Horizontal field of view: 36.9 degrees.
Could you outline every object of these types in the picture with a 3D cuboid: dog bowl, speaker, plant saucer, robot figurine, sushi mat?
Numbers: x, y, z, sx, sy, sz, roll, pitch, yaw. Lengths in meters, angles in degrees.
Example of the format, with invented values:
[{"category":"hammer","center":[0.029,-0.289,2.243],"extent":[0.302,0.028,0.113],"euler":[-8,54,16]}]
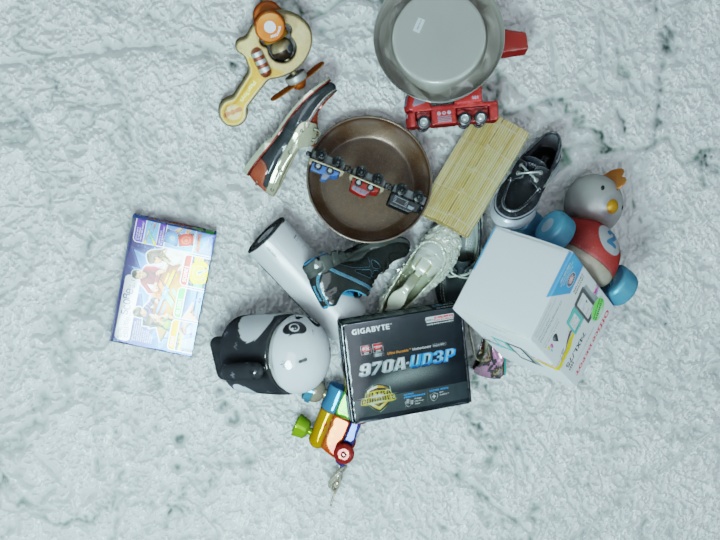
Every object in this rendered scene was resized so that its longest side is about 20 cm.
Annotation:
[{"category":"dog bowl","center":[0.119,-0.347,1.636],"extent":[0.197,0.059,0.203],"euler":[-1,83,6]},{"category":"speaker","center":[-0.082,0.015,1.702],"extent":[0.081,0.081,0.200],"euler":[-43,105,3]},{"category":"plant saucer","center":[0.012,-0.139,1.682],"extent":[0.197,0.037,0.204],"euler":[1,80,-6]},{"category":"robot figurine","center":[-0.140,0.127,1.671],"extent":[0.125,0.198,0.152],"euler":[48,52,-42]},{"category":"sushi mat","center":[0.177,-0.154,1.692],"extent":[0.095,0.012,0.201],"euler":[28,80,19]}]

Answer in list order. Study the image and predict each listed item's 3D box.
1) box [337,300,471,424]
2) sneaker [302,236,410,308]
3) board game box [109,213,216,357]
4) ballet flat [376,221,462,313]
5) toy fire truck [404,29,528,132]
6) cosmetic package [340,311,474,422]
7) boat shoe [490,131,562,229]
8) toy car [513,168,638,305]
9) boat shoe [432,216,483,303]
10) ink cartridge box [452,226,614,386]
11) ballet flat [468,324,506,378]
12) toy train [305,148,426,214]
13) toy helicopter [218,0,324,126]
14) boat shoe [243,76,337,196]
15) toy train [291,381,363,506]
[{"category":"box","center":[0.069,0.143,1.688],"extent":[0.197,0.046,0.162],"euler":[-8,101,-11]},{"category":"sneaker","center":[0.000,0.000,1.683],"extent":[0.198,0.073,0.083],"euler":[-19,88,-33]},{"category":"board game box","center":[-0.310,0.024,1.697],"extent":[0.133,0.034,0.203],"euler":[12,100,-9]},{"category":"ballet flat","center":[0.091,0.011,1.705],"extent":[0.071,0.072,0.201],"euler":[31,112,-12]},{"category":"toy fire truck","center":[0.163,-0.295,1.682],"extent":[0.197,0.049,0.143],"euler":[-4,90,2]},{"category":"cosmetic package","center":[0.075,0.157,1.757],"extent":[0.198,0.074,0.103],"euler":[24,98,-10]},{"category":"boat shoe","center":[0.261,-0.144,1.666],"extent":[0.071,0.200,0.068],"euler":[27,141,19]},{"category":"toy car","center":[0.367,-0.083,1.707],"extent":[0.184,0.176,0.201],"euler":[36,83,-23]},{"category":"boat shoe","center":[0.157,-0.021,1.737],"extent":[0.074,0.060,0.203],"euler":[-1,102,-7]},{"category":"ink cartridge box","center":[0.267,0.057,1.644],"extent":[0.200,0.145,0.148],"euler":[40,75,-50]},{"category":"ballet flat","center":[0.212,0.081,1.765],"extent":[0.070,0.069,0.203],"euler":[4,105,-5]},{"category":"toy train","center":[0.005,-0.133,1.646],"extent":[0.198,0.034,0.046],"euler":[23,90,-4]},{"category":"toy helicopter","center":[-0.143,-0.300,1.646],"extent":[0.131,0.079,0.201],"euler":[32,107,-21]},{"category":"boat shoe","center":[-0.097,-0.206,1.657],"extent":[0.062,0.071,0.200],"euler":[41,100,2]},{"category":"toy train","center":[-0.064,0.276,1.763],"extent":[0.114,0.085,0.202],"euler":[22,98,-1]}]
